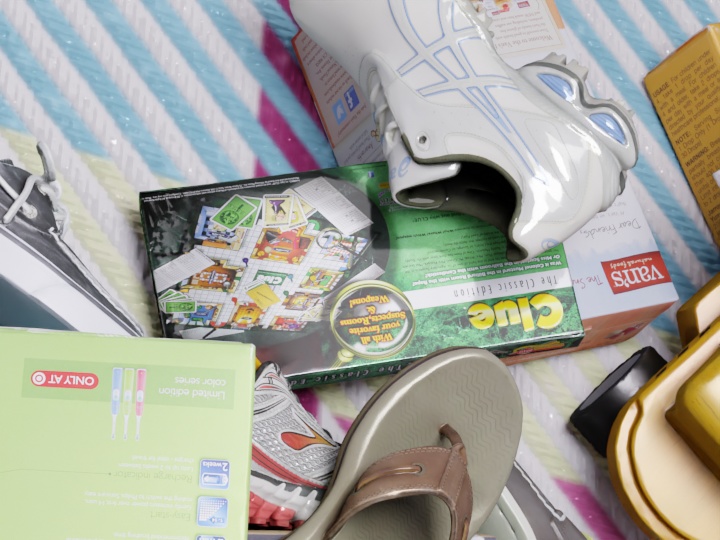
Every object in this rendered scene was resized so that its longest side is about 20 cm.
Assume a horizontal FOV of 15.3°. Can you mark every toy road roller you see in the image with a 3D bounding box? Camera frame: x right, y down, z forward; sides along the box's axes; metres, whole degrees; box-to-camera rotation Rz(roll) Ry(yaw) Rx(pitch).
[{"bbox_3d":[0.211,0.059,1.317,0.200,0.146,0.123,-42,90,-9],"label":"toy road roller"}]

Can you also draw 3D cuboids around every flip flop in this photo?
[{"bbox_3d":[0.011,0.113,1.141,0.200,0.057,0.081,-45,112,-31],"label":"flip flop"}]

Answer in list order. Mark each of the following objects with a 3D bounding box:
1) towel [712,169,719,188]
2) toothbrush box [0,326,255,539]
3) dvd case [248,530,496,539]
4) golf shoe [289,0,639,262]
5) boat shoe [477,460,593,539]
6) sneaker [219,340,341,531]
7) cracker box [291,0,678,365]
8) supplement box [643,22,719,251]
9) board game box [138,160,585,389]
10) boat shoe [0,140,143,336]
[{"bbox_3d":[0.270,-0.027,1.342,0.200,0.030,0.146,-33,83,-43],"label":"towel"},{"bbox_3d":[-0.118,0.130,1.046,0.145,0.086,0.201,3,72,-3],"label":"toothbrush box"},{"bbox_3d":[-0.024,0.188,1.160,0.200,0.016,0.149,5,87,-38],"label":"dvd case"},{"bbox_3d":[0.031,-0.080,1.271,0.200,0.078,0.097,33,62,20],"label":"golf shoe"},{"bbox_3d":[0.089,0.157,1.269,0.061,0.072,0.202,-26,87,-43],"label":"boat shoe"},{"bbox_3d":[-0.042,0.075,1.191,0.200,0.078,0.082,15,76,-52],"label":"sneaker"},{"bbox_3d":[0.063,-0.052,1.373,0.134,0.058,0.201,-9,69,-33],"label":"cracker box"},{"bbox_3d":[0.232,-0.038,1.465,0.066,0.069,0.200,-12,70,-36],"label":"supplement box"},{"bbox_3d":[0.000,0.000,1.281,0.199,0.023,0.105,-7,68,-11],"label":"board game box"},{"bbox_3d":[-0.164,-0.023,1.209,0.199,0.074,0.068,37,65,3],"label":"boat shoe"}]
